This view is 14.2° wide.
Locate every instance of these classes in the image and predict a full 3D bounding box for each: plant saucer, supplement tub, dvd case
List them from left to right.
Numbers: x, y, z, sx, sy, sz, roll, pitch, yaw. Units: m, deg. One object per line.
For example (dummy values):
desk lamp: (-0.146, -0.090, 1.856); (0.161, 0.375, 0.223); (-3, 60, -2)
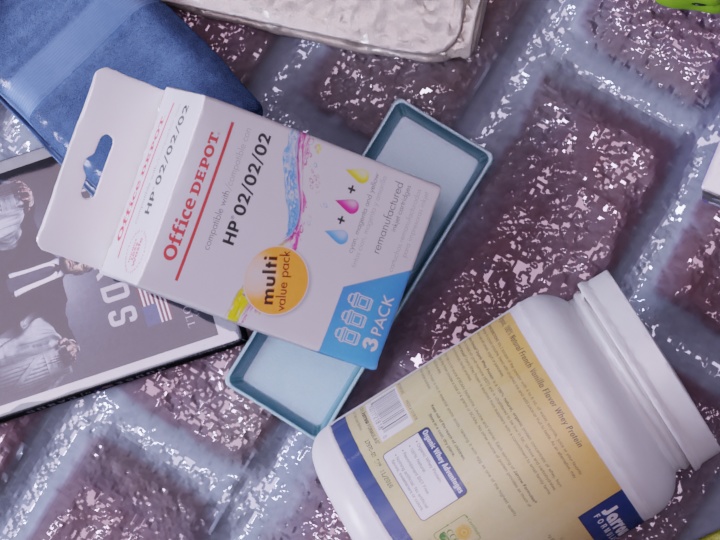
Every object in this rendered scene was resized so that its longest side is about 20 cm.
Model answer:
dvd case: (-0.183, 0.002, 1.742); (0.200, 0.025, 0.151); (-18, 84, 6)
plant saucer: (0.000, 0.000, 1.724); (0.070, 0.019, 0.200); (31, 89, 8)
supplement tub: (0.089, 0.103, 1.641); (0.200, 0.144, 0.145); (-32, 83, 4)

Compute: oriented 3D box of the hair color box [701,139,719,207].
hair color box: (0.283, -0.115, 1.677); (0.109, 0.065, 0.200); (23, 87, 7)

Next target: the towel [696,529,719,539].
towel: (0.198, 0.201, 1.685); (0.200, 0.018, 0.086); (-25, 84, 4)

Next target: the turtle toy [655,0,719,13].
turtle toy: (0.151, -0.230, 1.673); (0.200, 0.146, 0.101); (35, 112, -1)

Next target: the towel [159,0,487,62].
towel: (-0.014, -0.202, 1.734); (0.199, 0.034, 0.133); (14, 86, 9)

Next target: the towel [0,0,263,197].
towel: (-0.157, -0.121, 1.721); (0.112, 0.049, 0.200); (-43, 69, -6)

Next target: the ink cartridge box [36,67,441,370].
ink cartridge box: (-0.069, -0.030, 1.644); (0.200, 0.068, 0.115); (20, 89, -25)
